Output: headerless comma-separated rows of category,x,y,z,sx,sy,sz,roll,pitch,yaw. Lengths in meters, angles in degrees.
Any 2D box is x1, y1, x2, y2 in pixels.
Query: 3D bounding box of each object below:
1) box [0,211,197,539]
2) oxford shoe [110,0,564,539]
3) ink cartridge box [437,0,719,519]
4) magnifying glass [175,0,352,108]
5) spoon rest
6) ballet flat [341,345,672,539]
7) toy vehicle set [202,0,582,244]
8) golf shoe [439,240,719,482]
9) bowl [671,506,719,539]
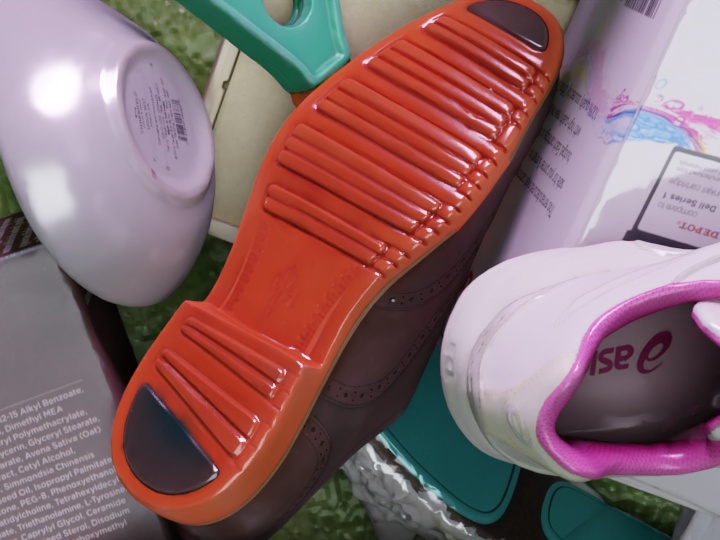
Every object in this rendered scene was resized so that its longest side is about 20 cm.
box,-0.095,0.084,0.852,0.075,0.100,0.201,-21,101,0
oxford shoe,0.000,0.000,0.811,0.071,0.073,0.200,36,84,33
ink cartridge box,0.105,-0.042,0.789,0.084,0.145,0.201,23,98,-8
magnifying glass,-0.022,-0.081,0.825,0.080,0.022,0.201,-40,112,-32
spoon rest,-0.092,-0.084,0.823,0.060,0.099,0.201,-16,75,29
ballet flat,0.045,0.090,0.881,0.200,0.072,0.072,39,96,-7
toy vehicle set,0.045,-0.044,0.873,0.199,0.027,0.125,20,98,-6
golf shoe,0.123,0.018,0.682,0.199,0.092,0.076,-17,101,-4
bowl,0.160,0.065,0.821,0.090,0.201,0.202,24,98,6
